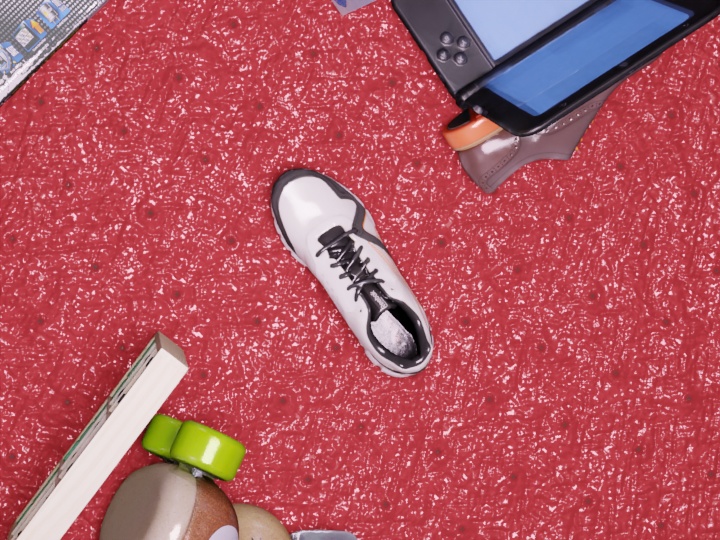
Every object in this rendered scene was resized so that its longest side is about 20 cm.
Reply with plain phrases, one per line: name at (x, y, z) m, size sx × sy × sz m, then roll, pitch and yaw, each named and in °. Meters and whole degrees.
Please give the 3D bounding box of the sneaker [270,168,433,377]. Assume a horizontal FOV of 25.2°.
sneaker at (0.000, 0.000, 1.301) m, size 0.074 × 0.080 × 0.200 m, roll -37°, pitch 96°, yaw -3°

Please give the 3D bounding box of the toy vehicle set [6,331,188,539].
toy vehicle set at (-0.206, 0.140, 1.254) m, size 0.026 × 0.124 × 0.200 m, roll 37°, pitch 87°, yaw -9°

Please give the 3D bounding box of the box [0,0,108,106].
box at (-0.313, -0.235, 1.256) m, size 0.200 × 0.048 × 0.193 m, roll -44°, pitch 101°, yaw -4°

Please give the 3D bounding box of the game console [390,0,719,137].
game console at (0.152, -0.216, 1.275) m, size 0.200 × 0.116 × 0.176 m, roll -33°, pitch 87°, yaw -9°

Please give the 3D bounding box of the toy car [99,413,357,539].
toy car at (-0.099, 0.230, 1.273) m, size 0.200 × 0.158 × 0.165 m, roll 28°, pitch 78°, yaw -20°

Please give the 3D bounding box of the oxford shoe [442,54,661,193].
oxford shoe at (0.169, -0.136, 1.329) m, size 0.200 × 0.071 × 0.073 m, roll -29°, pitch 106°, yaw 2°

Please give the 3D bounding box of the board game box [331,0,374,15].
board game box at (0.069, -0.275, 1.234) m, size 0.200 × 0.200 × 0.041 m, roll -37°, pitch 100°, yaw -6°
